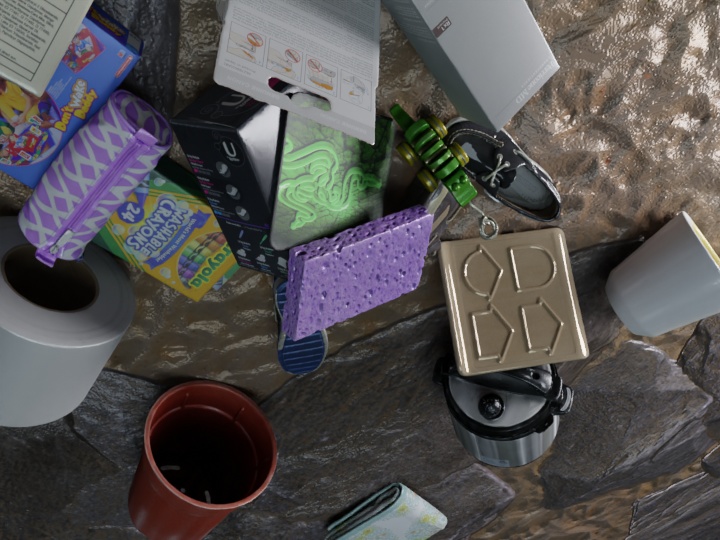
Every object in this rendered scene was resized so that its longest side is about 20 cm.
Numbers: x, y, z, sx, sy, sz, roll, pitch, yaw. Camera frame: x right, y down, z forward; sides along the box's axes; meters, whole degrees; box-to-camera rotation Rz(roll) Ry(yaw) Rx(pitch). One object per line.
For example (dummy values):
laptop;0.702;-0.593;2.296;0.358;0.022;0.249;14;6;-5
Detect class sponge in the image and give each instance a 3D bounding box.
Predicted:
sponge;0.000;0.000;0.784;0.198;0.030;0.113;-22;135;-36

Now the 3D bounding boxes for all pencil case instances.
pencil case;-0.283;-0.095;0.713;0.083;0.086;0.200;34;113;-29

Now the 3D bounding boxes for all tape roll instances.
tape roll;-0.381;0.056;0.776;0.201;0.204;0.140;25;120;-29

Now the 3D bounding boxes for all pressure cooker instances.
pressure cooker;0.215;0.187;1.012;0.174;0.180;0.201;-27;143;-2

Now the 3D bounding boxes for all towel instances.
towel;0.049;0.505;1.329;0.199;0.048;0.171;-35;130;15

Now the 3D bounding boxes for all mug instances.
mug;0.460;0.030;0.994;0.153;0.151;0.186;-37;120;26

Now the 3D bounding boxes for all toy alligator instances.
toy alligator;0.103;-0.116;0.791;0.059;0.054;0.201;-39;95;4

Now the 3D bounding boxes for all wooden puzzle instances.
wooden puzzle;0.210;0.043;0.944;0.197;0.188;0.046;-6;168;-11

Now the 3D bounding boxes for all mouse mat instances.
mouse mat;-0.024;-0.102;0.753;0.199;0.007;0.164;-3;105;-53

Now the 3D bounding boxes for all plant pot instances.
plant pot;-0.255;0.307;1.019;0.198;0.203;0.196;17;131;-24

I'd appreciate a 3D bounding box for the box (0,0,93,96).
box;-0.282;-0.266;0.559;0.127;0.109;0.202;29;90;-31

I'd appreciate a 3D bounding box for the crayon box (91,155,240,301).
crayon box;-0.218;-0.046;0.831;0.126;0.052;0.199;-42;125;19

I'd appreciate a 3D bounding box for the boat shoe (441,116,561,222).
boat shoe;0.182;-0.123;0.857;0.199;0.061;0.074;31;117;-31

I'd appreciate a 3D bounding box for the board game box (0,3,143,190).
board game box;-0.337;-0.195;0.690;0.200;0.045;0.134;-42;125;19

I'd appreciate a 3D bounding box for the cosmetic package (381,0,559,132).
cosmetic package;0.113;-0.257;0.709;0.107;0.090;0.200;-46;123;1

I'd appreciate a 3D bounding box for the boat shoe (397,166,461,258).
boat shoe;0.075;-0.043;0.886;0.073;0.075;0.201;21;122;-26

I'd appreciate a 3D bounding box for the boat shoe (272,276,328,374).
boat shoe;-0.084;0.061;0.931;0.071;0.073;0.202;-6;133;-9

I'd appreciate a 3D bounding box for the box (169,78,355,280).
box;-0.099;-0.106;0.745;0.105;0.123;0.202;14;140;34

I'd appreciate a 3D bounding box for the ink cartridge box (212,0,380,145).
ink cartridge box;-0.059;-0.215;0.643;0.159;0.203;0.050;16;151;-24
